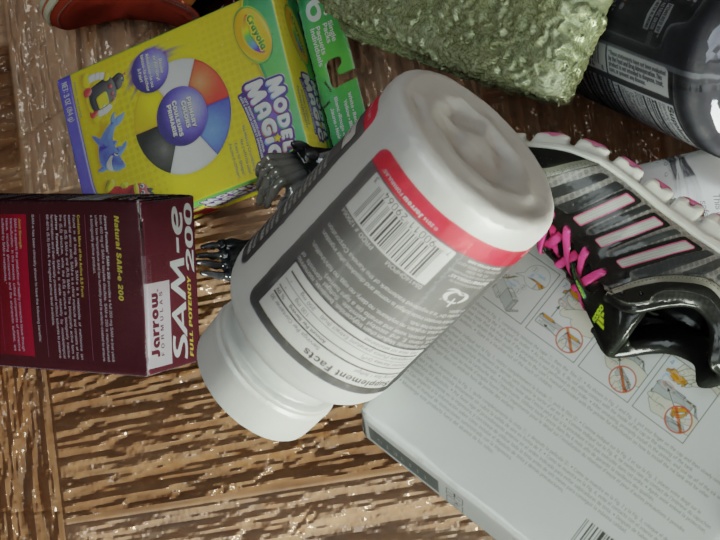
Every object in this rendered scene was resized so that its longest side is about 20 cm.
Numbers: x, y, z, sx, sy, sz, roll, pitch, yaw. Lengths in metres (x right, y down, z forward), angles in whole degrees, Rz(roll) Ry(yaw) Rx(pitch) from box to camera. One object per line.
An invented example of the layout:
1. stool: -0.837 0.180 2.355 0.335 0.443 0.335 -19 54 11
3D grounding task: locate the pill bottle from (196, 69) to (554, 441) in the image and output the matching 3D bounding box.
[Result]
1. pill bottle: 0.000 0.000 0.819 0.200 0.110 0.111 -46 74 29

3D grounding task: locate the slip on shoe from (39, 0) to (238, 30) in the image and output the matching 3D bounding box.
1. slip on shoe: -0.121 -0.188 1.029 0.197 0.074 0.062 -11 84 9

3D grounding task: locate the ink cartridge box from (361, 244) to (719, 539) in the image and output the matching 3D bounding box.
1. ink cartridge box: 0.128 0.078 0.861 0.199 0.044 0.174 36 72 17

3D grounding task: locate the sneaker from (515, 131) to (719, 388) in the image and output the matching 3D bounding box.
1. sneaker: 0.135 -0.003 0.832 0.198 0.074 0.088 28 64 10

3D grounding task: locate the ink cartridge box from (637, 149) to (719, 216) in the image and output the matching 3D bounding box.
1. ink cartridge box: 0.186 0.012 0.914 0.197 0.084 0.148 -13 81 15

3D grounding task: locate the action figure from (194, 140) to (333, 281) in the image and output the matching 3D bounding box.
1. action figure: -0.011 -0.020 0.932 0.199 0.102 0.120 -33 83 39

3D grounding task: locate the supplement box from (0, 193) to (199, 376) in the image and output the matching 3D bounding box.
1. supplement box: -0.201 0.005 1.001 0.198 0.061 0.111 3 98 31

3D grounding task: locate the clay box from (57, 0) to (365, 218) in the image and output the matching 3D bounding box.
1. clay box: -0.097 -0.102 1.008 0.198 0.047 0.116 -20 79 24

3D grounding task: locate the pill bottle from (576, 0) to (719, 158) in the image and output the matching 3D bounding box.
1. pill bottle: 0.194 -0.125 0.865 0.107 0.106 0.200 -58 34 3

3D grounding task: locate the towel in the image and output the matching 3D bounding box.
1. towel: 0.069 -0.184 0.897 0.199 0.036 0.150 28 95 37
